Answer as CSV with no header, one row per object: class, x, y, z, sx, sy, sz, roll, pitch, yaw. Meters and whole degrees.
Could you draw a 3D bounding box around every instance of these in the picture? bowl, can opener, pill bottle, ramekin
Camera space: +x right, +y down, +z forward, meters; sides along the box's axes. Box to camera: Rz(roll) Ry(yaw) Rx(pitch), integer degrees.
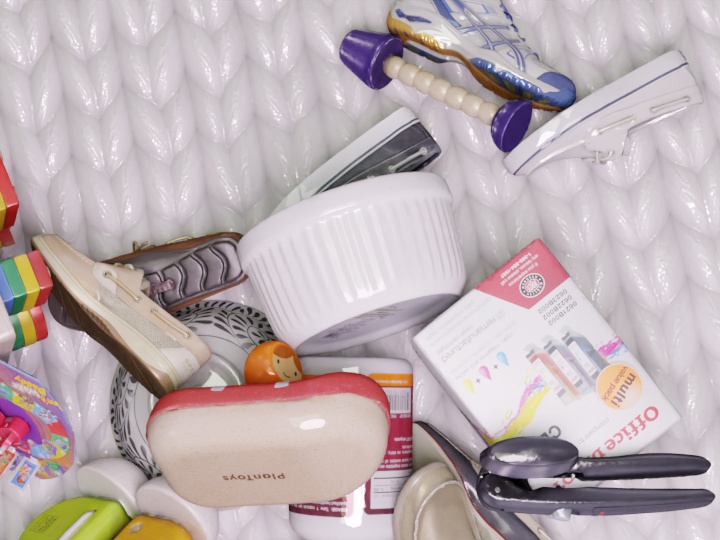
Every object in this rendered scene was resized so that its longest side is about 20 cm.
bowl,-0.144,0.121,1.200,0.200,0.094,0.202,0,81,2
can opener,0.190,0.173,1.053,0.199,0.079,0.064,7,77,-7
pill bottle,-0.009,0.179,1.174,0.112,0.113,0.201,1,86,3
ramekin,0.000,0.000,1.155,0.199,0.200,0.105,-19,78,0

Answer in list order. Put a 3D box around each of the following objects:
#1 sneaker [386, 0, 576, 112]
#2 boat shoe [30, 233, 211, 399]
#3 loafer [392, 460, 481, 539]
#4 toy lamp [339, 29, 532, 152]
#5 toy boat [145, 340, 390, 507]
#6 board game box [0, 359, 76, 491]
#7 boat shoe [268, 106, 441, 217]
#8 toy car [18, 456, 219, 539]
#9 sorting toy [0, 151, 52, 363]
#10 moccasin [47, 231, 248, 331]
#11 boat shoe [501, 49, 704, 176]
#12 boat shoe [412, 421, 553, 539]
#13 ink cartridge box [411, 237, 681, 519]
sneaker,0.127,-0.226,1.246,0.199,0.075,0.088,30,83,6
boat shoe,-0.216,0.029,1.161,0.200,0.072,0.065,40,65,21
loafer,0.080,0.258,1.141,0.076,0.068,0.201,-28,122,-33
toy lamp,0.066,-0.174,1.230,0.200,0.058,0.058,32,84,25
toy boat,-0.074,0.116,1.088,0.199,0.131,0.131,-4,50,9
board game box,-0.348,0.129,1.154,0.199,0.158,0.039,25,49,7
boat shoe,-0.010,-0.070,1.236,0.200,0.072,0.068,-39,81,-10
toy car,-0.215,0.272,1.147,0.199,0.150,0.175,7,40,38
sorting toy,-0.342,-0.016,1.186,0.069,0.199,0.201,-21,82,-23
moccasin,-0.198,0.006,1.231,0.201,0.078,0.074,-23,97,5
boat shoe,0.232,-0.134,1.235,0.199,0.072,0.066,-30,85,-6
boat shoe,0.110,0.214,1.192,0.062,0.071,0.200,-24,64,-38
ink cartridge box,0.161,0.099,1.164,0.145,0.145,0.200,-38,84,-3
